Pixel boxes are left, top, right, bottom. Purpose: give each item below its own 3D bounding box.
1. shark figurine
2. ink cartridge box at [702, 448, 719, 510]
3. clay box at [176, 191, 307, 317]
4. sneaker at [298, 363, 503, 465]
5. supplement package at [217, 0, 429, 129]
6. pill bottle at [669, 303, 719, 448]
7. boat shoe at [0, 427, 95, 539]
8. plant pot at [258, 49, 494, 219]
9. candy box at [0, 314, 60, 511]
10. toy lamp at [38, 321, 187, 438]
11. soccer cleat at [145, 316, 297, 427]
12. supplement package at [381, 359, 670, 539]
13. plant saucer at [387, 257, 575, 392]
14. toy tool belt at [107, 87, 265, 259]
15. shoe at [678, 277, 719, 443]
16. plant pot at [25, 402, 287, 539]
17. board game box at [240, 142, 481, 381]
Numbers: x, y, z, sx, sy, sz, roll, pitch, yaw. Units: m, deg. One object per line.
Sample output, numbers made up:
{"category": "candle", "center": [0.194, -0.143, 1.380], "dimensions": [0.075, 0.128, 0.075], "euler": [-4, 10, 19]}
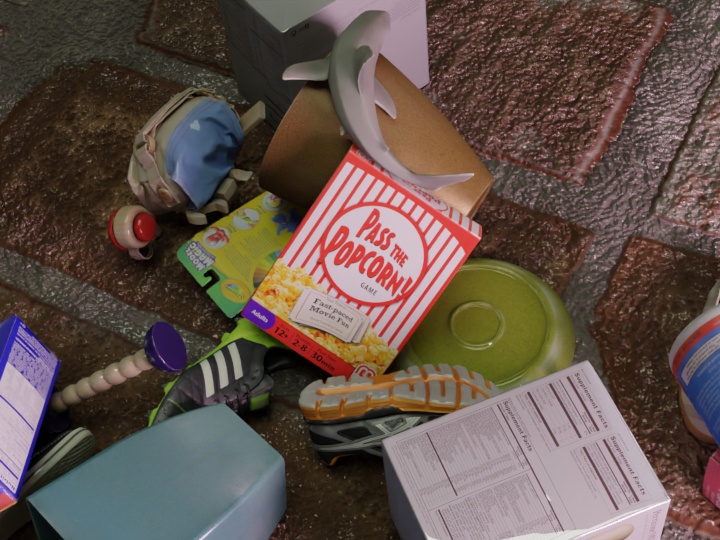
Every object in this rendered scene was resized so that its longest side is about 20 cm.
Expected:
{"category": "shark figurine", "center": [0.013, -0.161, 1.222], "dimensions": [0.128, 0.090, 0.215], "euler": [-11, 68, -26]}
{"category": "ink cartridge box", "center": [0.429, 0.208, 1.171], "dimensions": [0.146, 0.083, 0.200], "euler": [-34, 58, -18]}
{"category": "clay box", "center": [-0.086, -0.027, 1.413], "dimensions": [0.200, 0.048, 0.115], "euler": [-33, 59, -17]}
{"category": "sneaker", "center": [0.043, 0.141, 1.264], "dimensions": [0.199, 0.078, 0.078], "euler": [-3, 21, 5]}
{"category": "supplement package", "center": [-0.041, -0.278, 1.496], "dimensions": [0.191, 0.200, 0.147], "euler": [-33, 57, -18]}
{"category": "pill bottle", "center": [0.355, 0.128, 1.118], "dimensions": [0.112, 0.112, 0.200], "euler": [-18, 51, -8]}
{"category": "boat shoe", "center": [-0.340, 0.213, 1.253], "dimensions": [0.200, 0.075, 0.062], "euler": [-41, 66, -16]}
{"category": "plant pot", "center": [0.029, -0.109, 1.345], "dimensions": [0.200, 0.187, 0.187], "euler": [34, 63, 7]}
{"category": "candy box", "center": [-0.378, 0.159, 1.219], "dimensions": [0.169, 0.077, 0.200], "euler": [-29, 29, 19]}
{"category": "toy lamp", "center": [-0.263, 0.113, 1.284], "dimensions": [0.200, 0.058, 0.058], "euler": [-29, 50, 22]}
{"category": "soccer cleat", "center": [-0.135, 0.119, 1.288], "dimensions": [0.081, 0.068, 0.200], "euler": [28, 47, 17]}
{"category": "supplement package", "center": [0.140, 0.208, 1.158], "dimensions": [0.199, 0.152, 0.151], "euler": [-20, 55, -9]}
{"category": "plant saucer", "center": [0.118, 0.062, 1.341], "dimensions": [0.199, 0.031, 0.201], "euler": [-2, 55, 3]}
{"category": "toy tool belt", "center": [-0.183, -0.107, 1.425], "dimensions": [0.123, 0.125, 0.200], "euler": [0, 52, 33]}
{"category": "shoe", "center": [0.355, 0.075, 1.293], "dimensions": [0.070, 0.053, 0.200], "euler": [11, 56, 14]}
{"category": "plant pot", "center": [-0.169, 0.224, 1.192], "dimensions": [0.141, 0.142, 0.200], "euler": [37, 58, 27]}
{"category": "board game box", "center": [0.000, 0.000, 1.279], "dimensions": [0.151, 0.200, 0.046], "euler": [33, 17, -4]}
